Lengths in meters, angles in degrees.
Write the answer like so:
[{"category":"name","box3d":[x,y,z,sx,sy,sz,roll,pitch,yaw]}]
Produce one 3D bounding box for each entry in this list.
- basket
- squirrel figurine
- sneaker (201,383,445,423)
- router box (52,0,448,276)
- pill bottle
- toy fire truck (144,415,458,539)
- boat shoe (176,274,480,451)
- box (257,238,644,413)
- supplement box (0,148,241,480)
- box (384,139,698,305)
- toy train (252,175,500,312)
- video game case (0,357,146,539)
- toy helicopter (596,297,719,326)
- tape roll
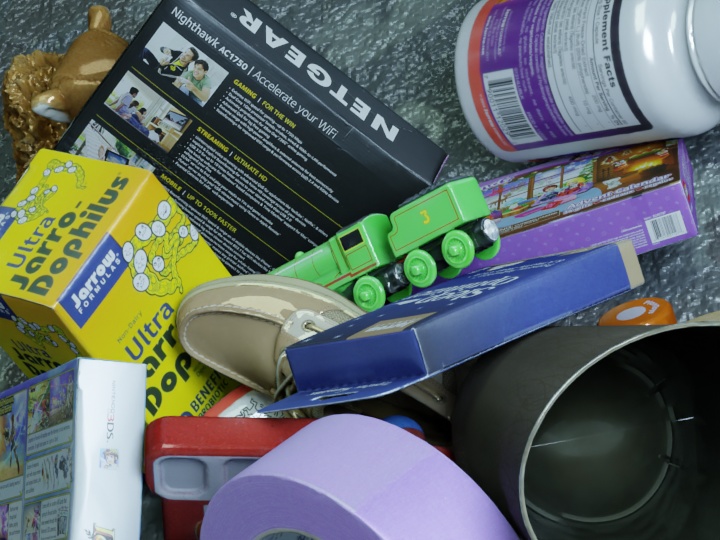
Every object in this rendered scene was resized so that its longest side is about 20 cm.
[{"category":"basket","box3d":[0.130,0.091,1.279,0.179,0.137,0.200,-11,5,-17]},{"category":"squirrel figurine","box3d":[-0.174,-0.084,1.661,0.199,0.187,0.142,12,59,32]},{"category":"sneaker","box3d":[-0.010,0.104,1.496,0.201,0.067,0.108,-28,45,-18]},{"category":"router box","box3d":[-0.068,-0.072,1.527,0.149,0.200,0.051,-48,8,31]},{"category":"pill bottle","box3d":[0.166,-0.133,1.537,0.199,0.111,0.112,-7,49,41]},{"category":"toy fire truck","box3d":[-0.020,0.143,1.402,0.199,0.168,0.113,2,51,1]},{"category":"boat shoe","box3d":[-0.021,0.056,1.443,0.199,0.072,0.065,12,38,16]},{"category":"box","box3d":[0.046,0.030,1.358,0.199,0.033,0.121,-23,7,-37]},{"category":"supplement box","box3d":[-0.143,0.035,1.533,0.109,0.200,0.109,12,59,42]},{"category":"box","box3d":[0.110,-0.030,1.542,0.199,0.039,0.137,-18,15,11]},{"category":"toy train","box3d":[0.000,0.000,1.472,0.199,0.042,0.057,-27,85,36]},{"category":"video game case","box3d":[-0.175,0.153,1.439,0.045,0.200,0.183,4,80,-22]},{"category":"toy helicopter","box3d":[0.220,0.064,1.387,0.132,0.079,0.200,-19,18,-3]},{"category":"tape roll","box3d":[0.009,0.177,1.271,0.200,0.201,0.066,24,43,38]}]
